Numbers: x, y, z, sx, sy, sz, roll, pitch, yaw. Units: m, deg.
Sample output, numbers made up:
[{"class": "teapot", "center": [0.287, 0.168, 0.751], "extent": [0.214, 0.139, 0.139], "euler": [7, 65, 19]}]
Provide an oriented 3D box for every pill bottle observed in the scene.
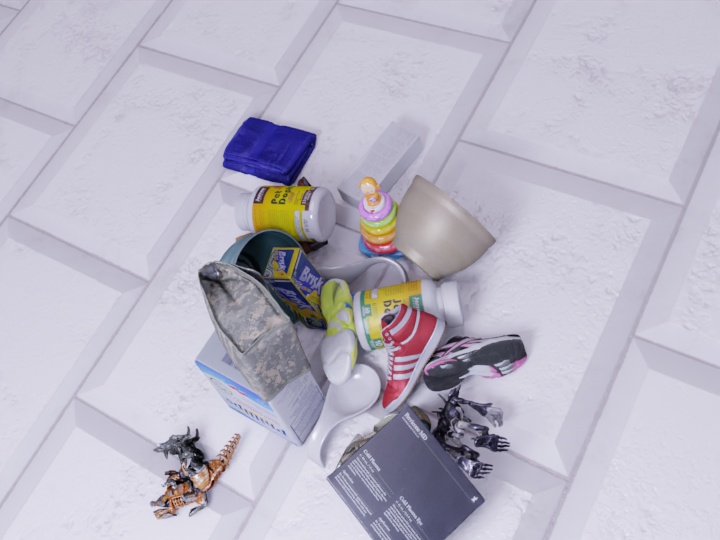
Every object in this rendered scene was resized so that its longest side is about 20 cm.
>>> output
[{"class": "pill bottle", "center": [0.092, 0.079, 1.547], "extent": [0.195, 0.113, 0.115], "euler": [-10, 58, 10]}, {"class": "pill bottle", "center": [-0.155, -0.117, 1.674], "extent": [0.196, 0.110, 0.111], "euler": [3, 61, 23]}]

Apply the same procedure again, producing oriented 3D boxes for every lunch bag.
[{"class": "lunch bag", "center": [-0.184, 0.087, 1.358], "extent": [0.117, 0.165, 0.200], "euler": [-35, 55, -15]}]

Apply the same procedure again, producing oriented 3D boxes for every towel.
[{"class": "towel", "center": [-0.211, -0.280, 1.888], "extent": [0.197, 0.050, 0.150], "euler": [18, 68, 25]}]

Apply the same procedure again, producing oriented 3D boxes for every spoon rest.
[{"class": "spoon rest", "center": [-0.035, 0.260, 1.513], "extent": [0.098, 0.061, 0.202], "euler": [23, 70, 27]}, {"class": "spoon rest", "center": [0.000, 0.000, 1.634], "extent": [0.195, 0.099, 0.062], "euler": [5, 91, 11]}]

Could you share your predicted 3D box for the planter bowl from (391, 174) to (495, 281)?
[{"class": "planter bowl", "center": [0.143, -0.066, 1.581], "extent": [0.200, 0.200, 0.136], "euler": [41, 93, 32]}]

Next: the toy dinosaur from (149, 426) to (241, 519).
[{"class": "toy dinosaur", "center": [-0.309, 0.372, 1.531], "extent": [0.198, 0.103, 0.137], "euler": [-30, 70, -24]}]

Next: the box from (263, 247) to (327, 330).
[{"class": "box", "center": [-0.109, 0.038, 1.577], "extent": [0.063, 0.201, 0.071], "euler": [1, 60, 27]}]

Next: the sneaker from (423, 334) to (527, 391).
[{"class": "sneaker", "center": [0.202, 0.147, 1.499], "extent": [0.195, 0.082, 0.087], "euler": [-11, 31, -3]}]

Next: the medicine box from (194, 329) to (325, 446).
[{"class": "medicine box", "center": [-0.178, 0.206, 1.503], "extent": [0.179, 0.201, 0.104], "euler": [23, 64, 27]}]

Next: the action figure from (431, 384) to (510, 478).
[{"class": "action figure", "center": [0.185, 0.279, 1.410], "extent": [0.121, 0.100, 0.200], "euler": [-63, 18, 9]}]

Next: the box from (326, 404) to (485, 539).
[{"class": "box", "center": [0.073, 0.362, 1.360], "extent": [0.181, 0.104, 0.201], "euler": [-39, 78, -7]}]

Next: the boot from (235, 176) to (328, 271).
[{"class": "boot", "center": [-0.176, -0.094, 1.776], "extent": [0.196, 0.068, 0.192], "euler": [-21, 64, 13]}]

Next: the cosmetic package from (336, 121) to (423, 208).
[{"class": "cosmetic package", "center": [0.044, -0.221, 1.774], "extent": [0.082, 0.051, 0.201], "euler": [31, 73, 31]}]

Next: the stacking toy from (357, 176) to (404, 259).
[{"class": "stacking toy", "center": [0.036, -0.118, 1.626], "extent": [0.113, 0.201, 0.112], "euler": [7, 62, 19]}]

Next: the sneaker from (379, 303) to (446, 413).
[{"class": "sneaker", "center": [0.061, 0.153, 1.480], "extent": [0.111, 0.071, 0.203], "euler": [26, 104, -11]}]

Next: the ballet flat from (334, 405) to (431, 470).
[{"class": "ballet flat", "center": [0.032, 0.306, 1.470], "extent": [0.197, 0.069, 0.075], "euler": [-30, 35, -6]}]

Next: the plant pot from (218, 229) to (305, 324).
[{"class": "plant pot", "center": [-0.214, 0.022, 1.643], "extent": [0.132, 0.200, 0.203], "euler": [1, 57, 45]}]

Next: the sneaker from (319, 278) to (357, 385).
[{"class": "sneaker", "center": [-0.025, 0.121, 1.571], "extent": [0.074, 0.105, 0.205], "euler": [-9, 71, 25]}]
